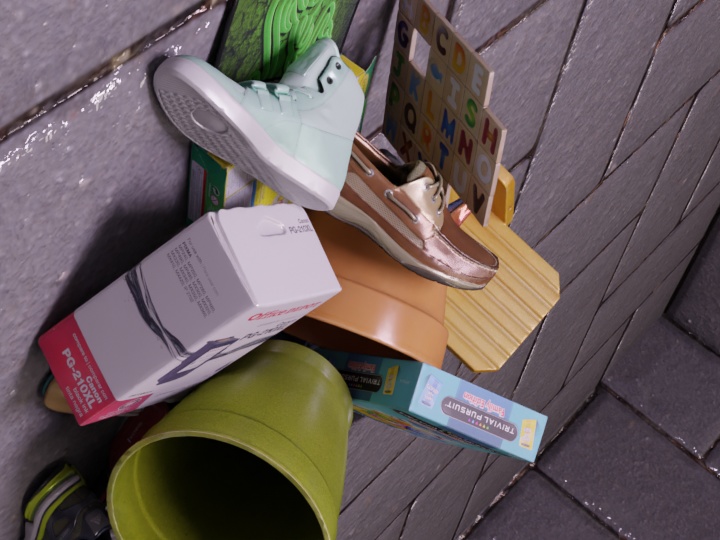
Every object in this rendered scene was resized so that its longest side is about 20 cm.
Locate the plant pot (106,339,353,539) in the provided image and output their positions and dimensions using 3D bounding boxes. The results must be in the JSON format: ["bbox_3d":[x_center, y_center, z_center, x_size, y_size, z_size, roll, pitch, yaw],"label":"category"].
[{"bbox_3d":[-0.092,0.167,1.208,0.202,0.198,0.193,-65,177,35],"label":"plant pot"}]

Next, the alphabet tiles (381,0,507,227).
[{"bbox_3d":[0.071,-0.137,1.216,0.007,0.201,0.169,-11,133,-22],"label":"alphabet tiles"}]

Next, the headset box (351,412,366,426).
[{"bbox_3d":[-0.068,0.149,1.464,0.199,0.078,0.148,-29,179,38],"label":"headset box"}]

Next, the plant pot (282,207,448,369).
[{"bbox_3d":[0.000,0.000,1.283,0.200,0.197,0.142,49,58,-71],"label":"plant pot"}]

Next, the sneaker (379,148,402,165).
[{"bbox_3d":[-0.027,-0.044,1.393,0.199,0.075,0.080,-41,130,-16],"label":"sneaker"}]

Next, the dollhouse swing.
[{"bbox_3d":[0.142,-0.004,1.676,0.200,0.175,0.182,-46,161,-15],"label":"dollhouse swing"}]

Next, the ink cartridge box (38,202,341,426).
[{"bbox_3d":[-0.135,0.033,1.107,0.199,0.085,0.144,-33,170,25],"label":"ink cartridge box"}]

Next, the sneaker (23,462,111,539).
[{"bbox_3d":[-0.279,0.273,1.310,0.074,0.081,0.201,-37,156,-37],"label":"sneaker"}]

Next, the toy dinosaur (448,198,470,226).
[{"bbox_3d":[0.074,-0.035,1.517,0.179,0.203,0.105,-17,173,-5],"label":"toy dinosaur"}]

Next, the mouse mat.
[{"bbox_3d":[-0.038,-0.233,1.066,0.160,0.008,0.202,-21,143,-49],"label":"mouse mat"}]

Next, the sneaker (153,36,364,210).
[{"bbox_3d":[-0.073,-0.141,1.060,0.200,0.073,0.120,35,69,-46],"label":"sneaker"}]

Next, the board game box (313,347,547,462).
[{"bbox_3d":[0.056,0.126,1.307,0.199,0.150,0.048,2,-110,60],"label":"board game box"}]

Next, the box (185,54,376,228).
[{"bbox_3d":[-0.065,-0.110,1.190,0.199,0.048,0.118,-37,156,-33],"label":"box"}]

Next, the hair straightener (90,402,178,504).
[{"bbox_3d":[-0.226,0.197,1.364,0.201,0.041,0.077,-60,160,19],"label":"hair straightener"}]

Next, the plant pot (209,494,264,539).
[{"bbox_3d":[-0.140,0.273,1.282,0.200,0.200,0.094,-38,146,-35],"label":"plant pot"}]

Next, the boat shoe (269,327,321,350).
[{"bbox_3d":[-0.061,0.065,1.446,0.084,0.068,0.200,-52,174,28],"label":"boat shoe"}]

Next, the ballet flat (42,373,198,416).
[{"bbox_3d":[-0.195,0.095,1.219,0.199,0.063,0.069,-19,142,-59],"label":"ballet flat"}]

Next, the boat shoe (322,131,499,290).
[{"bbox_3d":[0.037,-0.056,1.163,0.074,0.198,0.076,-54,-165,20],"label":"boat shoe"}]
